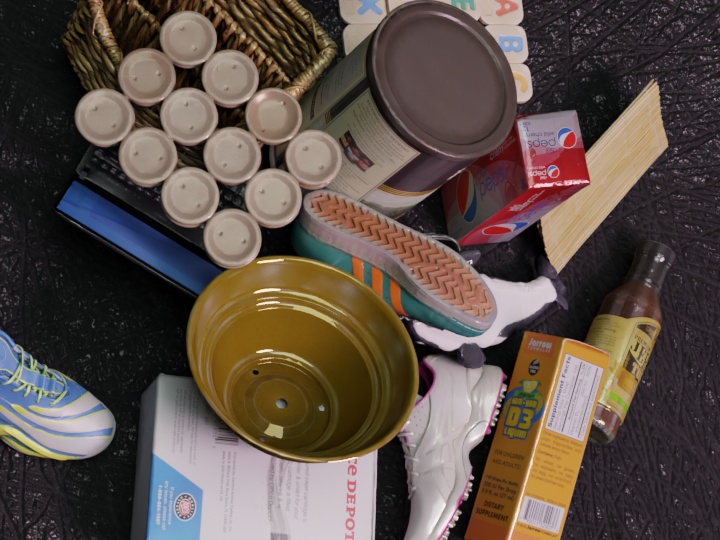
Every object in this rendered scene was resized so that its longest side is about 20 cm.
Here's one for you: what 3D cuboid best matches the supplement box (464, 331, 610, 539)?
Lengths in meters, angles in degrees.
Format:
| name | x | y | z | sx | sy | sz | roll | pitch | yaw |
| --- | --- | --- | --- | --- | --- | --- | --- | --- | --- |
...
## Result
| name | x | y | z | sx | sy | sz | roll | pitch | yaw |
| --- | --- | --- | --- | --- | --- | --- | --- | --- | --- |
| supplement box | 0.161 | 0.160 | 1.644 | 0.068 | 0.066 | 0.202 | 23 | 80 | -33 |

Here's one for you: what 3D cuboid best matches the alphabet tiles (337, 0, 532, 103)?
| name | x | y | z | sx | sy | sz | roll | pitch | yaw |
| --- | --- | --- | --- | --- | --- | --- | --- | --- | --- |
| alphabet tiles | 0.075 | -0.222 | 1.770 | 0.194 | 0.015 | 0.202 | -1 | 76 | -19 |

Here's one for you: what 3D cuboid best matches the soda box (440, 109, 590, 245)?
| name | x | y | z | sx | sy | sz | roll | pitch | yaw |
| --- | --- | --- | --- | --- | --- | --- | --- | --- | --- |
| soda box | 0.137 | -0.080 | 1.653 | 0.063 | 0.200 | 0.071 | -6 | 77 | -19 |

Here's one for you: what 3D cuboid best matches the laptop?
| name | x | y | z | sx | sy | sz | roll | pitch | yaw |
| --- | --- | --- | --- | --- | --- | --- | --- | --- | --- |
| laptop | -0.159 | -0.076 | 1.605 | 0.176 | 0.103 | 0.201 | 32 | 69 | -9 |

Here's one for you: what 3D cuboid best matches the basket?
| name | x | y | z | sx | sy | sz | roll | pitch | yaw |
| --- | --- | --- | --- | --- | --- | --- | --- | --- | --- |
| basket | -0.150 | -0.195 | 1.588 | 0.200 | 0.149 | 0.143 | 47 | 43 | 2 |

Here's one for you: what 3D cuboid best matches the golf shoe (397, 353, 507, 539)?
| name | x | y | z | sx | sy | sz | roll | pitch | yaw |
| --- | --- | --- | --- | --- | --- | --- | --- | --- | --- |
| golf shoe | 0.064 | 0.166 | 1.642 | 0.091 | 0.075 | 0.201 | 23 | 62 | -2 |

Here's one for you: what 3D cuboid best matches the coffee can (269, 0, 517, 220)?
| name | x | y | z | sx | sy | sz | roll | pitch | yaw |
| --- | --- | --- | --- | --- | --- | --- | --- | --- | --- |
| coffee can | 0.025 | -0.130 | 1.614 | 0.145 | 0.200 | 0.148 | 12 | 64 | -27 |

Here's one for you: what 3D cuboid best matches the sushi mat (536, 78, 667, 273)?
| name | x | y | z | sx | sy | sz | roll | pitch | yaw |
| --- | --- | --- | --- | --- | --- | --- | --- | --- | --- |
| sushi mat | 0.235 | -0.090 | 1.758 | 0.012 | 0.096 | 0.200 | 27 | 62 | 33 |

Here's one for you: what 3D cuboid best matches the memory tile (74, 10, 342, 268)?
| name | x | y | z | sx | sy | sz | roll | pitch | yaw |
| --- | --- | --- | --- | --- | --- | --- | --- | --- | --- |
| memory tile | -0.127 | -0.112 | 1.533 | 0.200 | 0.017 | 0.153 | 43 | 75 | 3 |

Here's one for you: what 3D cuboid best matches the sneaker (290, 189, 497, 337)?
| name | x | y | z | sx | sy | sz | roll | pitch | yaw |
| --- | --- | --- | --- | --- | --- | --- | --- | --- | --- |
| sneaker | 0.026 | 0.009 | 1.581 | 0.199 | 0.080 | 0.071 | 32 | 39 | 15 |

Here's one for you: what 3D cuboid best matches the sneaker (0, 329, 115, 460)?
| name | x | y | z | sx | sy | sz | roll | pitch | yaw |
| --- | --- | --- | --- | --- | --- | --- | --- | --- | --- |
| sneaker | -0.293 | 0.099 | 1.514 | 0.198 | 0.105 | 0.076 | 23 | 70 | -11 |

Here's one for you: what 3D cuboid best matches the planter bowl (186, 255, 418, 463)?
| name | x | y | z | sx | sy | sz | roll | pitch | yaw |
| --- | --- | --- | --- | --- | --- | --- | --- | --- | --- |
| planter bowl | -0.057 | 0.092 | 1.515 | 0.198 | 0.084 | 0.202 | 10 | 52 | -13 |

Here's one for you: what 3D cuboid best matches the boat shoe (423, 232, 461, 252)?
| name | x | y | z | sx | sy | sz | roll | pitch | yaw |
| --- | --- | --- | --- | --- | --- | --- | --- | --- | --- |
| boat shoe | 0.000 | 0.000 | 1.656 | 0.198 | 0.071 | 0.073 | -21 | 83 | -21 |

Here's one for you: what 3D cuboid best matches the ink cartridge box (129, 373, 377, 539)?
| name | x | y | z | sx | sy | sz | roll | pitch | yaw |
| --- | --- | --- | --- | --- | --- | --- | --- | --- | --- |
| ink cartridge box | -0.092 | 0.179 | 1.572 | 0.198 | 0.084 | 0.147 | 8 | 72 | -16 |

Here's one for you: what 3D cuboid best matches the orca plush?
| name | x | y | z | sx | sy | sz | roll | pitch | yaw |
| --- | --- | --- | --- | --- | --- | --- | --- | --- | --- |
| orca plush | 0.099 | 0.027 | 1.683 | 0.199 | 0.071 | 0.106 | -29 | 106 | -37 |

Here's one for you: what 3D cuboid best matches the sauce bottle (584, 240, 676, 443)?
| name | x | y | z | sx | sy | sz | roll | pitch | yaw |
| --- | --- | --- | --- | --- | --- | --- | --- | --- | --- |
| sauce bottle | 0.248 | 0.064 | 1.727 | 0.064 | 0.065 | 0.201 | 28 | 71 | -10 |
